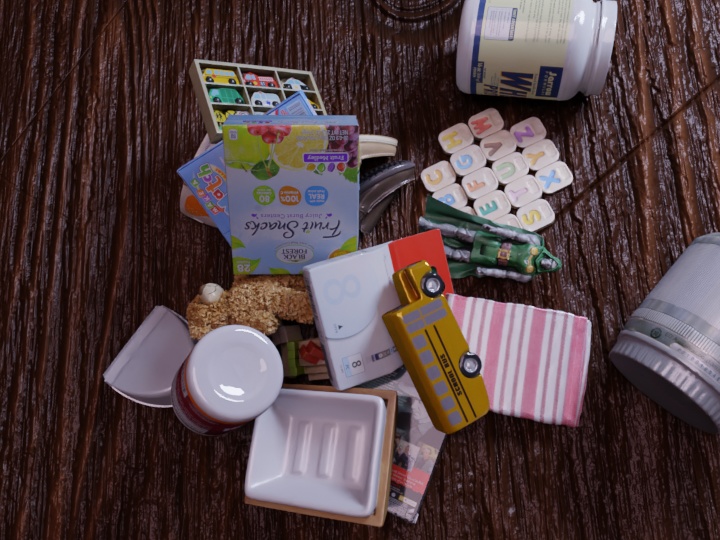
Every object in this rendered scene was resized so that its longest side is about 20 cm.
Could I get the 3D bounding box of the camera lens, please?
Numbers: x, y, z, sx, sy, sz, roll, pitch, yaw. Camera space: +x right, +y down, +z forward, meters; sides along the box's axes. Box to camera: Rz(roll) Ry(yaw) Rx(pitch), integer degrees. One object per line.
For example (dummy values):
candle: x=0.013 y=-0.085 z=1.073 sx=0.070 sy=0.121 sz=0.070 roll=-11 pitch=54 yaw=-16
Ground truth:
camera lens: x=0.418 y=0.068 z=0.740 sx=0.160 sy=0.160 sz=0.200 roll=40 pitch=86 yaw=17

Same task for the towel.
towel: x=0.198 y=0.117 z=0.828 sx=0.199 sy=0.030 sz=0.147 roll=10 pitch=80 yaw=6

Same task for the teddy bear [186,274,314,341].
teddy bear: x=-0.138 y=0.036 z=0.842 sx=0.199 sy=0.067 sz=0.145 roll=1 pitch=49 yaw=9

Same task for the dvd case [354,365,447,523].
dvd case: x=0.043 y=0.214 z=0.847 sx=0.145 sy=0.022 sz=0.201 roll=20 pitch=82 yaw=14

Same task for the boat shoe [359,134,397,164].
boat shoe: x=-0.040 y=-0.159 z=0.918 sx=0.199 sy=0.074 sz=0.070 roll=-7 pitch=95 yaw=-14

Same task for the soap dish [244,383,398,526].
soap dish: x=-0.046 y=0.231 z=0.804 sx=0.199 sy=0.081 sz=0.158 roll=-2 pitch=71 yaw=27

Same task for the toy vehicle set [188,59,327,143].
toy vehicle set: x=-0.142 y=-0.244 z=0.923 sx=0.199 sy=0.026 sz=0.125 roll=-8 pitch=70 yaw=-38

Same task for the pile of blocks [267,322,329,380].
pile of blocks: x=-0.123 y=0.106 z=0.873 sx=0.199 sy=0.062 sz=0.083 roll=18 pitch=94 yaw=22

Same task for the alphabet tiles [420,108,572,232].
alphabet tiles: x=0.196 y=-0.137 z=0.908 sx=0.195 sy=0.015 sz=0.201 roll=-25 pitch=74 yaw=4

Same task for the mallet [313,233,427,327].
mallet: x=0.000 y=0.000 z=0.880 sx=0.200 sy=0.041 sz=0.066 roll=-39 pitch=68 yaw=12

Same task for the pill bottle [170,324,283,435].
pill bottle: x=-0.177 y=0.146 z=0.790 sx=0.112 sy=0.200 sz=0.114 roll=9 pitch=67 yaw=-21

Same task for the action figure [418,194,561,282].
action figure: x=0.175 y=-0.029 z=0.859 sx=0.199 sy=0.055 sz=0.119 roll=12 pitch=102 yaw=14

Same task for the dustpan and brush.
dustpan and brush: x=-0.253 y=0.156 z=0.907 sx=0.199 sy=0.057 sz=0.140 roll=28 pitch=73 yaw=22

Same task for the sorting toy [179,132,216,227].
sorting toy: x=-0.153 y=-0.145 z=0.947 sx=0.179 sy=0.107 sz=0.201 roll=26 pitch=82 yaw=-4

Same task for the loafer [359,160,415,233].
loafer: x=0.001 y=-0.091 z=0.914 sx=0.200 sy=0.073 sz=0.071 roll=-33 pitch=106 yaw=1

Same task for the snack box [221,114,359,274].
snack box: x=-0.086 y=-0.096 z=0.813 sx=0.168 sy=0.068 sz=0.201 roll=-1 pitch=116 yaw=-2

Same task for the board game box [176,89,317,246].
board game box: x=-0.124 y=-0.127 z=0.856 sx=0.199 sy=0.037 sz=0.152 roll=-29 pitch=110 yaw=11

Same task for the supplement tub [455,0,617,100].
supplement tub: x=0.242 y=-0.316 z=0.875 sx=0.199 sy=0.145 sz=0.146 roll=8 pitch=78 yaw=13

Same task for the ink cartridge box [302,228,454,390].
ink cartridge box: x=0.039 y=0.047 z=0.813 sx=0.199 sy=0.047 sz=0.161 roll=-16 pitch=100 yaw=-14

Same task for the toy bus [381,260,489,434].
toy bus: x=0.089 y=0.092 z=0.773 sx=0.078 sy=0.065 sz=0.201 roll=-26 pitch=91 yaw=-12
